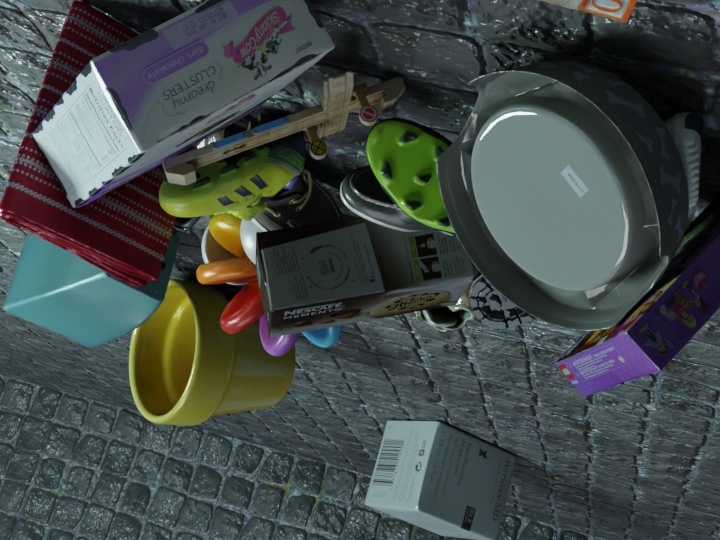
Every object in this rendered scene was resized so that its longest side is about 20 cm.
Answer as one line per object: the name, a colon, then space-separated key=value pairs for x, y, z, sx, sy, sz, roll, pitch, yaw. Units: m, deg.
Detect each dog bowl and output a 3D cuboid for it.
dog bowl: x=0.146 y=-0.059 z=0.904 sx=0.199 sy=0.058 sz=0.202 roll=31 pitch=138 yaw=33

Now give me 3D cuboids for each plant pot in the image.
plant pot: x=-0.328 y=-0.003 z=1.600 sx=0.141 sy=0.143 sz=0.199 roll=28 pitch=153 yaw=-34
plant pot: x=-0.204 y=0.123 z=1.804 sx=0.187 sy=0.203 sz=0.200 roll=9 pitch=171 yaw=-37

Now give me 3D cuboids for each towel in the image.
towel: x=-0.203 y=-0.102 z=1.029 sx=0.144 sy=0.202 sz=0.022 roll=28 pitch=154 yaw=-32

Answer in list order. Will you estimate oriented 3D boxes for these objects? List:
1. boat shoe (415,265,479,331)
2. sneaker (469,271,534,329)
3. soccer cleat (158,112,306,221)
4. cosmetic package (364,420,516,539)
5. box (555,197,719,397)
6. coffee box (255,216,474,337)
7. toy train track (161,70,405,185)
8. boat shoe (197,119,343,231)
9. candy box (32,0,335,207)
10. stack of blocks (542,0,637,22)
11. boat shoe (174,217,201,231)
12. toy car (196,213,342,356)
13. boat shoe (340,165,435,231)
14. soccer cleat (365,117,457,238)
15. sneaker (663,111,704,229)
boat shoe: x=0.087 y=0.028 z=1.390 sx=0.074 sy=0.069 sz=0.200 roll=21 pitch=163 yaw=-11
sneaker: x=0.201 y=-0.010 z=1.184 sx=0.198 sy=0.088 sz=0.076 roll=-10 pitch=114 yaw=19
soccer cleat: x=-0.102 y=-0.072 z=1.072 sx=0.064 sy=0.085 sz=0.200 roll=12 pitch=-154 yaw=21
cosmetic package: x=0.146 y=0.382 z=2.295 sx=0.199 sy=0.167 sz=0.164 roll=26 pitch=161 yaw=-30
box: x=0.246 y=0.007 z=0.950 sx=0.039 sy=0.200 sz=0.137 roll=47 pitch=161 yaw=1
coffee box: x=0.000 y=0.000 z=1.231 sx=0.197 sy=0.081 sz=0.113 roll=-9 pitch=165 yaw=-8
toy train track: x=-0.054 y=-0.101 z=0.977 sx=0.198 sy=0.033 sz=0.115 roll=-20 pitch=167 yaw=-10
boat shoe: x=-0.083 y=-0.084 z=1.203 sx=0.059 sy=0.072 sz=0.199 roll=1 pitch=152 yaw=47
candy box: x=-0.135 y=-0.131 z=0.927 sx=0.072 sy=0.167 sz=0.200 roll=60 pitch=154 yaw=-5
stack of blocks: x=0.107 y=-0.210 z=0.625 sx=0.114 sy=0.059 sz=0.200 roll=16 pitch=163 yaw=3
boat shoe: x=-0.176 y=-0.093 z=1.277 sx=0.074 sy=0.062 sz=0.200 roll=21 pitch=163 yaw=-7
toy car: x=-0.087 y=0.015 z=1.377 sx=0.198 sy=0.152 sz=0.175 roll=24 pitch=162 yaw=-23
boat shoe: x=0.083 y=-0.065 z=1.121 sx=0.198 sy=0.067 sz=0.057 roll=14 pitch=145 yaw=-8
soccer cleat: x=0.080 y=-0.061 z=1.038 sx=0.199 sy=0.068 sz=0.081 roll=33 pitch=-171 yaw=-22
sneaker: x=0.182 y=-0.070 z=0.958 sx=0.128 sy=0.081 sz=0.199 roll=7 pitch=173 yaw=3
